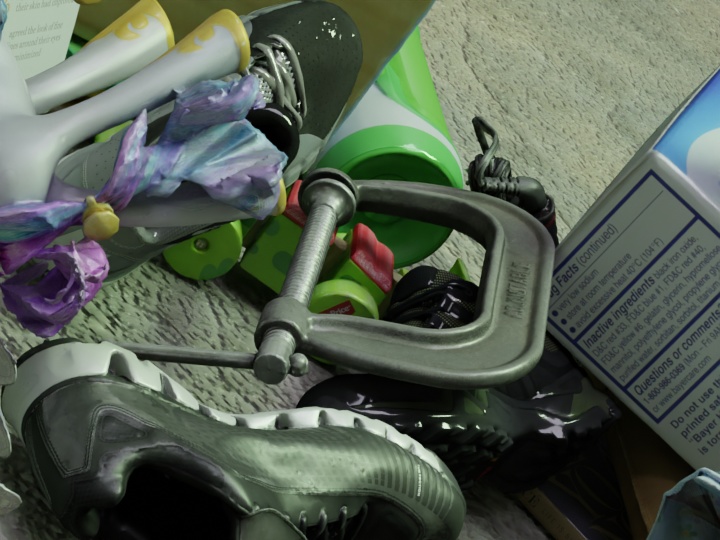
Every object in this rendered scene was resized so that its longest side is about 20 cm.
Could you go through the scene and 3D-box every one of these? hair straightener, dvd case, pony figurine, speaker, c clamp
[{"bbox_3d":[0.069,-0.021,1.179,0.077,0.041,0.200,49,-4,23],"label":"hair straightener"},{"bbox_3d":[0.142,0.126,1.155,0.200,0.016,0.149,46,25,19],"label":"dvd case"},{"bbox_3d":[-0.130,-0.034,0.836,0.199,0.167,0.193,-18,49,-24],"label":"pony figurine"},{"bbox_3d":[0.002,-0.084,1.253,0.088,0.089,0.200,27,25,-23],"label":"speaker"},{"bbox_3d":[0.000,0.000,1.009,0.170,0.027,0.200,11,27,9],"label":"c clamp"}]

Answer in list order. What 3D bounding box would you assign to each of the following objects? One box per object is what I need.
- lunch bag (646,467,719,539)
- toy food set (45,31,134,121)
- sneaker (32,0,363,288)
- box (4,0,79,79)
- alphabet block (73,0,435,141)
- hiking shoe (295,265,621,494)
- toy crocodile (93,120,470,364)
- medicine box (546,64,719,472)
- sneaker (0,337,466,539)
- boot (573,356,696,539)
[{"bbox_3d":[0.206,0.182,0.961,0.169,0.127,0.201,25,43,-30],"label":"lunch bag"},{"bbox_3d":[-0.158,-0.137,1.164,0.198,0.049,0.200,38,23,-1],"label":"toy food set"},{"bbox_3d":[-0.044,-0.060,1.007,0.200,0.115,0.075,-42,106,-32],"label":"sneaker"},{"bbox_3d":[-0.181,-0.165,0.963,0.106,0.201,0.152,23,18,17],"label":"box"},{"bbox_3d":[-0.062,-0.213,1.136,0.199,0.197,0.196,26,24,-27],"label":"alphabet block"},{"bbox_3d":[0.027,0.050,1.039,0.200,0.076,0.101,2,49,-53],"label":"hiking shoe"},{"bbox_3d":[-0.037,-0.017,1.101,0.200,0.062,0.068,32,24,-13],"label":"toy crocodile"},{"bbox_3d":[0.199,0.019,1.126,0.200,0.103,0.182,44,27,2],"label":"medicine box"},{"bbox_3d":[-0.041,0.092,0.895,0.199,0.067,0.091,19,32,-29],"label":"sneaker"},{"bbox_3d":[0.181,0.111,1.150,0.175,0.066,0.200,18,31,-28],"label":"boot"}]
